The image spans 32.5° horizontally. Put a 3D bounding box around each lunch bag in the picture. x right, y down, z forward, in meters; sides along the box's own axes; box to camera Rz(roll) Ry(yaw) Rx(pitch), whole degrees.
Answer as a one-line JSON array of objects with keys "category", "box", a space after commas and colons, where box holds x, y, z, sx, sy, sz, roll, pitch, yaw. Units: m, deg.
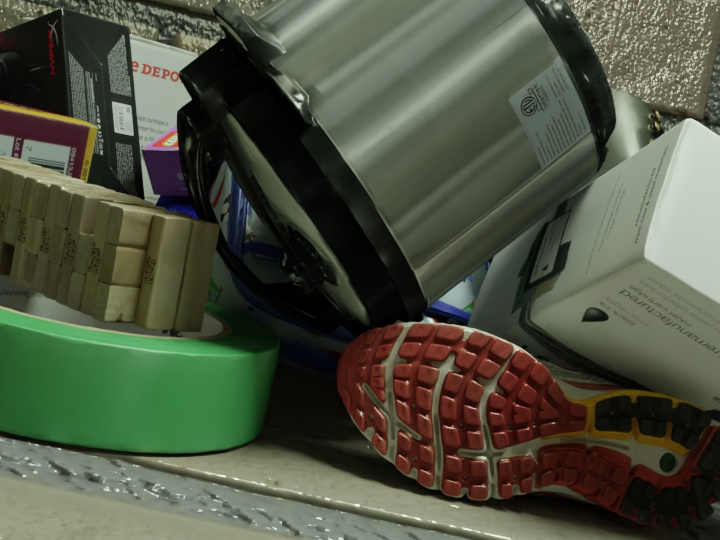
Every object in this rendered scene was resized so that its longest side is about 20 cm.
[{"category": "lunch bag", "box": [0.000, 0.000, 0.766, 0.198, 0.162, 0.076, 18, -41, -23]}]

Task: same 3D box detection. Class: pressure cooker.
[{"category": "pressure cooker", "box": [0.007, -0.070, 0.629, 0.177, 0.199, 0.179, 52, -6, 5]}]

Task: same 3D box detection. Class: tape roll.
[{"category": "tape roll", "box": [-0.140, 0.037, 0.618, 0.197, 0.049, 0.200, 12, 5, -1]}]

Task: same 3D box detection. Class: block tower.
[{"category": "block tower", "box": [-0.159, -0.022, 0.630, 0.198, 0.059, 0.054, 16, 6, 40]}]

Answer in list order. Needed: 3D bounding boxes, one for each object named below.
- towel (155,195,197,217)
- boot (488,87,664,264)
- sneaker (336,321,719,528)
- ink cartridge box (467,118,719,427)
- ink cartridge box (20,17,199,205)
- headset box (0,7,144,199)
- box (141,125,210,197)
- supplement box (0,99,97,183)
[{"category": "towel", "box": [-0.084, -0.044, 0.915, 0.145, 0.050, 0.200, 2, 16, -3]}, {"category": "boot", "box": [0.191, -0.042, 0.761, 0.197, 0.140, 0.078, 20, -25, 10]}, {"category": "sneaker", "box": [0.080, 0.080, 0.618, 0.197, 0.079, 0.082, 19, -3, -10]}, {"category": "ink cartridge box", "box": [0.161, 0.024, 0.648, 0.145, 0.085, 0.200, 29, -25, -10]}, {"category": "ink cartridge box", "box": [-0.229, -0.104, 1.062, 0.083, 0.203, 0.143, 16, 6, 39]}, {"category": "headset box", "box": [-0.265, -0.097, 0.945, 0.198, 0.151, 0.077, -9, -7, 32]}, {"category": "box", "box": [-0.051, -0.114, 0.926, 0.135, 0.040, 0.200, 5, 32, 31]}, {"category": "supplement box", "box": [-0.291, -0.059, 0.837, 0.198, 0.133, 0.103, 14, 6, 32]}]
